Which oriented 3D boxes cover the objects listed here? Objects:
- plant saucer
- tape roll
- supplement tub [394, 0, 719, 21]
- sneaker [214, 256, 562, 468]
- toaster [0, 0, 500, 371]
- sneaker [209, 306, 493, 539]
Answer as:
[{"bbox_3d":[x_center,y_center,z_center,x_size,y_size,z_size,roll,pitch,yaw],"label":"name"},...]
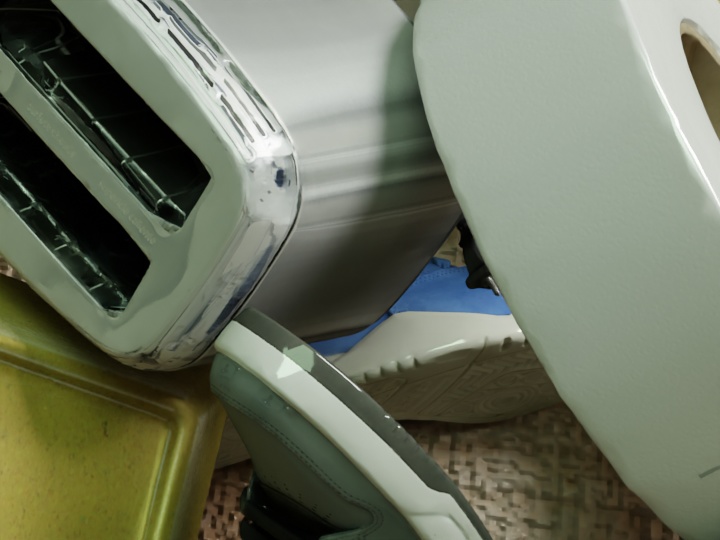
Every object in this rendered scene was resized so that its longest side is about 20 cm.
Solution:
[{"bbox_3d":[-0.134,0.087,0.754,0.199,0.048,0.201,21,71,-26],"label":"plant saucer"},{"bbox_3d":[0.099,-0.016,0.794,0.071,0.202,0.203,-29,53,18],"label":"tape roll"},{"bbox_3d":[0.108,-0.119,0.941,0.199,0.146,0.146,-8,55,-7],"label":"supplement tub"},{"bbox_3d":[0.000,-0.001,0.894,0.199,0.077,0.112,-12,64,-2],"label":"sneaker"},{"bbox_3d":[-0.054,-0.046,0.790,0.200,0.114,0.129,48,30,17],"label":"toaster"},{"bbox_3d":[-0.019,0.113,0.759,0.121,0.200,0.084,-43,36,-13],"label":"sneaker"}]
